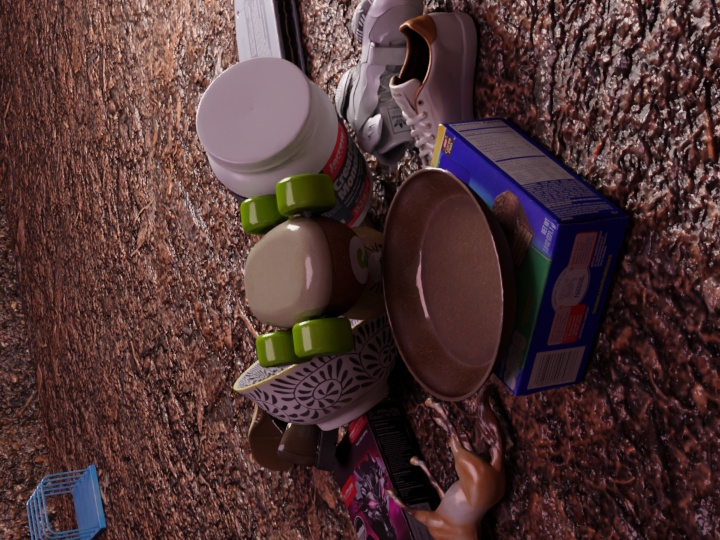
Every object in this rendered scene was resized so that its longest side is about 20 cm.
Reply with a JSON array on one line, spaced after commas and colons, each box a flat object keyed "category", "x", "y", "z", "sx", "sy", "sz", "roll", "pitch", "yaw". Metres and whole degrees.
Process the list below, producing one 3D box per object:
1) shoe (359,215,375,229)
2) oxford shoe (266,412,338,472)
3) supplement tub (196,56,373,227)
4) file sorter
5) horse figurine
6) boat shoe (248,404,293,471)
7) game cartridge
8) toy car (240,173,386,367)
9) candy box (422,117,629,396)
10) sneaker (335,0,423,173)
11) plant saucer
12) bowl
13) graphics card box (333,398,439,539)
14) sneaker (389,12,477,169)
[{"category": "shoe", "x": -0.029, "y": -0.059, "z": 1.355, "sx": 0.070, "sy": 0.053, "sz": 0.200, "roll": -57, "pitch": 45, "yaw": 50}, {"category": "oxford shoe", "x": -0.065, "y": 0.145, "z": 1.382, "sx": 0.200, "sy": 0.084, "sz": 0.073, "roll": -87, "pitch": 4, "yaw": -55}, {"category": "supplement tub", "x": -0.077, "y": -0.119, "z": 1.242, "sx": 0.200, "sy": 0.140, "sz": 0.140, "roll": 54, "pitch": -167, "yaw": -61}, {"category": "file sorter", "x": -0.644, "y": 0.524, "z": 2.564, "sx": 0.200, "sy": 0.123, "sz": 0.139, "roll": -46, "pitch": 53, "yaw": 56}, {"category": "horse figurine", "x": 0.097, "y": 0.208, "z": 1.154, "sx": 0.133, "sy": 0.050, "sz": 0.200, "roll": 46, "pitch": 129, "yaw": 33}, {"category": "boat shoe", "x": -0.104, "y": 0.179, "z": 1.540, "sx": 0.065, "sy": 0.071, "sz": 0.200, "roll": -73, "pitch": -9, "yaw": -53}, {"category": "game cartridge", "x": -0.118, "y": -0.290, "z": 1.512, "sx": 0.133, "sy": 0.040, "sz": 0.200, "roll": -20, "pitch": 77, "yaw": 58}, {"category": "toy car", "x": 0.000, "y": 0.000, "z": 1.152, "sx": 0.158, "sy": 0.200, "sz": 0.164, "roll": -19, "pitch": 76, "yaw": 58}, {"category": "candy box", "x": 0.129, "y": -0.018, "z": 1.034, "sx": 0.200, "sy": 0.077, "sz": 0.169, "roll": 50, "pitch": 138, "yaw": 50}, {"category": "sneaker", "x": 0.035, "y": -0.194, "z": 1.193, "sx": 0.200, "sy": 0.075, "sz": 0.115, "roll": 112, "pitch": 142, "yaw": -49}, {"category": "plant saucer", "x": 0.079, "y": 0.011, "z": 1.013, "sx": 0.200, "sy": 0.037, "sz": 0.201, "roll": 21, "pitch": 115, "yaw": 59}, {"category": "bowl", "x": -0.028, "y": 0.111, "z": 1.283, "sx": 0.094, "sy": 0.201, "sz": 0.201, "roll": 58, "pitch": 153, "yaw": -7}, {"category": "graphics card box", "x": 0.034, "y": 0.259, "z": 1.292, "sx": 0.200, "sy": 0.051, "sz": 0.125, "roll": 67, "pitch": 148, "yaw": 29}, {"category": "sneaker", "x": 0.063, "y": -0.145, "z": 1.134, "sx": 0.073, "sy": 0.085, "sz": 0.200, "roll": 12, "pitch": 107, "yaw": 60}]
